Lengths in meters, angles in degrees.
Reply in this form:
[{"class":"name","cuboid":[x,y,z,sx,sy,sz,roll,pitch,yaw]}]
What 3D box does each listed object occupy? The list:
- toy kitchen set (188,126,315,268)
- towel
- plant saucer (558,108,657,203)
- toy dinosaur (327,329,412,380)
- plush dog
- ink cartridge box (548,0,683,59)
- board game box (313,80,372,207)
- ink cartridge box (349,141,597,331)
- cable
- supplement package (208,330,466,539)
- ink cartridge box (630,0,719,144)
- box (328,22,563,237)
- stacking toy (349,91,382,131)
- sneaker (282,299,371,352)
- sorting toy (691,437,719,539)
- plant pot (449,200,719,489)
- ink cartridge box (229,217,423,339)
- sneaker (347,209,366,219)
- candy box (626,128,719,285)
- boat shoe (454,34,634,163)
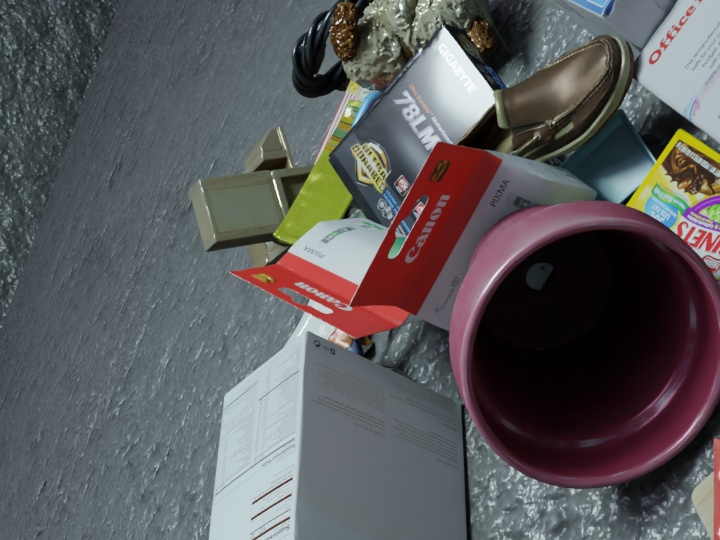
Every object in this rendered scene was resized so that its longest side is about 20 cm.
[{"class":"toy kitchen set","cuboid":[-0.163,-0.094,1.376,0.200,0.178,0.166,-34,71,56]},{"class":"towel","cuboid":[-0.028,-0.115,1.268,0.085,0.018,0.202,15,71,43]},{"class":"plant saucer","cuboid":[0.187,-0.054,0.971,0.200,0.019,0.071,-45,57,31]},{"class":"toy dinosaur","cuboid":[-0.016,0.100,1.088,0.105,0.197,0.185,32,127,46]},{"class":"plush dog","cuboid":[0.057,-0.265,1.192,0.170,0.199,0.163,-30,62,20]},{"class":"ink cartridge box","cuboid":[0.231,-0.248,0.951,0.077,0.135,0.200,-55,30,11]},{"class":"board game box","cuboid":[0.013,-0.181,1.361,0.151,0.046,0.203,17,82,62]},{"class":"ink cartridge box","cuboid":[0.100,-0.019,0.902,0.047,0.198,0.162,43,115,34]},{"class":"cable","cuboid":[-0.014,-0.318,1.415,0.200,0.162,0.051,-48,65,26]},{"class":"supplement package","cuboid":[-0.019,0.202,0.952,0.147,0.189,0.203,-39,36,39]},{"class":"ink cartridge box","cuboid":[0.313,-0.154,0.789,0.146,0.083,0.201,-54,30,17]},{"class":"box","cuboid":[0.084,-0.108,1.082,0.199,0.049,0.202,-46,66,31]},{"class":"stacking toy","cuboid":[0.080,-0.124,1.165,0.199,0.115,0.111,23,89,51]},{"class":"sneaker","cuboid":[-0.040,0.100,1.197,0.084,0.072,0.203,26,98,47]},{"class":"sorting toy","cuboid":[0.288,0.140,0.609,0.201,0.069,0.200,-50,31,25]},{"class":"plant pot","cuboid":[0.158,0.034,0.811,0.202,0.198,0.179,-56,13,13]},{"class":"ink cartridge box","cuboid":[0.000,0.000,0.999,0.159,0.199,0.051,24,108,32]},{"class":"sneaker","cuboid":[0.014,-0.041,1.231,0.199,0.067,0.091,-3,62,54]},{"class":"candy box","cuboid":[0.275,-0.028,0.814,0.103,0.026,0.201,-59,28,16]},{"class":"boat shoe","cuboid":[0.149,-0.133,0.918,0.202,0.074,0.076,-44,47,47]}]
